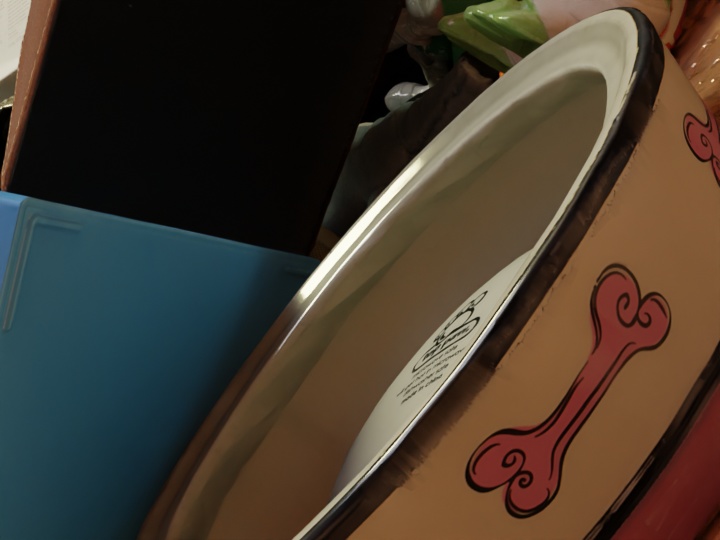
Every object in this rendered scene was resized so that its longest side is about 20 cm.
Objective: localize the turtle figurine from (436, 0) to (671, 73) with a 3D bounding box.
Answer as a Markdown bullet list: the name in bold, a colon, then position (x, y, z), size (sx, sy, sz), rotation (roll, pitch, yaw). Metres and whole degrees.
- **turtle figurine**: position (0.073, -0.154, 0.744), size (0.144, 0.200, 0.194), rotation (27, 87, 52)

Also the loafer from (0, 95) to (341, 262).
- **loafer**: position (-0.064, 0.001, 0.881), size (0.067, 0.200, 0.076), rotation (-5, -57, -45)

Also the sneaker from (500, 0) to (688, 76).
- **sneaker**: position (0.083, -0.116, 0.899), size (0.200, 0.077, 0.073), rotation (-60, 15, -17)

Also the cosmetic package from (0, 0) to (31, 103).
- **cosmetic package**: position (-0.125, -0.100, 1.007), size (0.200, 0.050, 0.083), rotation (-18, 72, 63)

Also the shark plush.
- **shark plush**: position (0.000, 0.000, 0.908), size (0.200, 0.091, 0.084), rotation (-39, 36, 34)

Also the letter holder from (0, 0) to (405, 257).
- **letter holder**: position (-0.037, -0.131, 0.814), size (0.142, 0.100, 0.200), rotation (-94, 20, -50)

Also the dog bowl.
- **dog bowl**: position (0.028, 0.035, 0.650), size (0.200, 0.074, 0.200), rotation (-49, 11, 13)

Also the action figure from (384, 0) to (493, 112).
- **action figure**: position (0.034, -0.104, 0.944), size (0.200, 0.054, 0.119), rotation (90, -162, -76)

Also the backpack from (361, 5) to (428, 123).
- **backpack**: position (-0.044, -0.124, 1.125), size (0.183, 0.147, 0.200), rotation (0, -27, -47)

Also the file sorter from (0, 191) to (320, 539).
- **file sorter**: position (-0.113, 0.046, 0.722), size (0.200, 0.122, 0.139), rotation (12, -90, -71)
